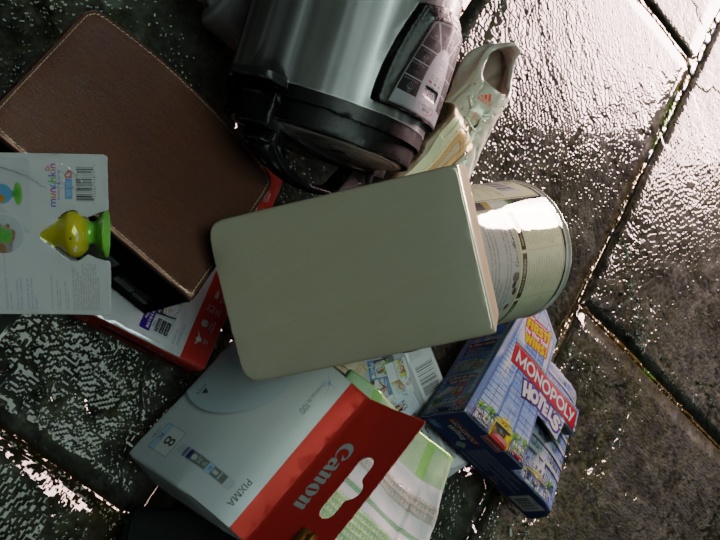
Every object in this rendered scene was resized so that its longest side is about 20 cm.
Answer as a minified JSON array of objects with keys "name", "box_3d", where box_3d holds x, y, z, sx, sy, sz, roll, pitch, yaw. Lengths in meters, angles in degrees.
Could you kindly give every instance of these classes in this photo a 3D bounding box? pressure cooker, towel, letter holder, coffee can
[{"name":"pressure cooker","box_3d":[-0.019,-0.163,0.802,0.175,0.179,0.201,18,90,-13]},{"name":"towel","box_3d":[0.008,0.201,0.818,0.149,0.031,0.200,45,46,-21]},{"name":"letter holder","box_3d":[-0.191,-0.086,0.774,0.200,0.100,0.142,43,61,-21]},{"name":"coffee can","box_3d":[0.092,-0.010,0.935,0.199,0.146,0.147,-10,89,-47]}]

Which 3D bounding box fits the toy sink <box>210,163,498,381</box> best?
[{"name":"toy sink","box_3d":[0.000,0.000,0.776,0.199,0.112,0.131,-13,93,10]}]

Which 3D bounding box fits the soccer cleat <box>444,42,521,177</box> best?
[{"name":"soccer cleat","box_3d":[0.119,-0.168,1.059,0.069,0.077,0.201,31,68,-26]}]

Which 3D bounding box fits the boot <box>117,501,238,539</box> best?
[{"name":"boot","box_3d":[-0.122,0.213,0.825,0.162,0.073,0.199,-5,60,4]}]

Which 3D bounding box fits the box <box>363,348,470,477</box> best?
[{"name":"box","box_3d":[0.007,0.166,0.963,0.200,0.041,0.157,-27,98,-34]}]

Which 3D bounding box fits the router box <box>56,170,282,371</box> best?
[{"name":"router box","box_3d":[-0.185,-0.037,0.859,0.179,0.049,0.201,30,68,-26]}]

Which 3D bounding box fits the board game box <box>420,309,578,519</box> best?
[{"name":"board game box","box_3d":[0.173,0.128,1.041,0.200,0.062,0.200,45,50,-28]}]

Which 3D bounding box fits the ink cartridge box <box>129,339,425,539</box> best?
[{"name":"ink cartridge box","box_3d":[-0.071,0.136,0.787,0.160,0.199,0.047,-47,132,-25]}]

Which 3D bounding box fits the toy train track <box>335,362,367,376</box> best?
[{"name":"toy train track","box_3d":[-0.019,0.033,0.942,0.115,0.033,0.200,36,53,1]}]

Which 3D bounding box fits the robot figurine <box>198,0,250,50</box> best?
[{"name":"robot figurine","box_3d":[-0.071,-0.244,0.924,0.200,0.113,0.170,35,46,-24]}]

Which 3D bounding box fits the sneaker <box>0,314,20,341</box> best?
[{"name":"sneaker","box_3d":[-0.303,0.101,0.752,0.106,0.075,0.200,43,77,-26]}]

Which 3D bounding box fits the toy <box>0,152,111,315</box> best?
[{"name":"toy","box_3d":[-0.276,-0.029,0.687,0.199,0.047,0.116,1,103,-2]}]

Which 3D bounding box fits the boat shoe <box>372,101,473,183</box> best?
[{"name":"boat shoe","box_3d":[0.043,-0.080,0.988,0.200,0.072,0.076,-43,123,-9]}]
